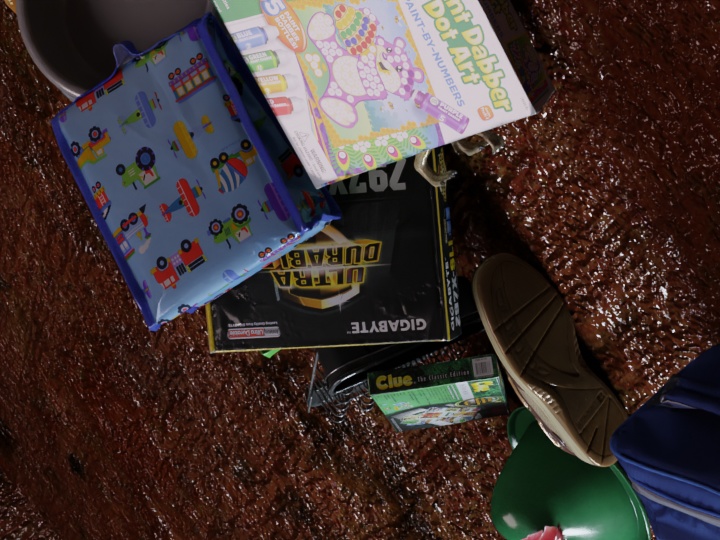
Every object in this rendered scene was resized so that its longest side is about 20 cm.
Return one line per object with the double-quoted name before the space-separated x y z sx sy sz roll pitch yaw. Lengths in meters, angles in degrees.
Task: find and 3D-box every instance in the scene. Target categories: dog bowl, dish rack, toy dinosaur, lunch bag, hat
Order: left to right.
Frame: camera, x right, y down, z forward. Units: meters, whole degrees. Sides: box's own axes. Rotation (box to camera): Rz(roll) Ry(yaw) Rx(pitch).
"dog bowl" -0.181 -0.215 1.518 0.200 0.200 0.059 43 -170 16
"lunch bag" -0.135 -0.083 1.453 0.201 0.150 0.094 59 -162 1
"dish rack" 0.026 0.076 1.634 0.200 0.152 0.055 105 141 -67
"toy dinosaur" 0.048 -0.118 1.414 0.199 0.058 0.101 -27 103 42
"hat" 0.130 0.227 1.638 0.165 0.176 0.201 27 148 42
"lunch bag" 0.267 0.130 1.303 0.199 0.136 0.133 15 138 55

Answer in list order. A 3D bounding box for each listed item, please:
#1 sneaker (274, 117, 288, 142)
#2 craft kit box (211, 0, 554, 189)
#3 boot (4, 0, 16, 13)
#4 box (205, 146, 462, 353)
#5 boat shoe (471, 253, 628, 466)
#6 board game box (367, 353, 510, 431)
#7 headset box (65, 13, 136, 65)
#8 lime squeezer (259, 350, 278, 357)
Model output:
"sneaker" -0.069 -0.164 1.530 0.200 0.070 0.094 33 139 62
"craft kit box" 0.005 -0.173 1.331 0.196 0.049 0.201 -18 111 33
"boot" -0.294 -0.248 1.805 0.144 0.071 0.201 44 169 22
"box" -0.026 -0.021 1.504 0.198 0.049 0.161 -3 94 18
"boat shoe" 0.138 0.072 1.537 0.200 0.072 0.072 53 156 -21
"board game box" 0.068 0.103 1.597 0.200 0.104 0.024 64 -159 -76
"headset box" -0.172 -0.135 1.636 0.149 0.077 0.201 -39 -71 -74
"lime squeezer" 0.000 0.000 1.583 0.071 0.200 0.038 35 -169 -42
